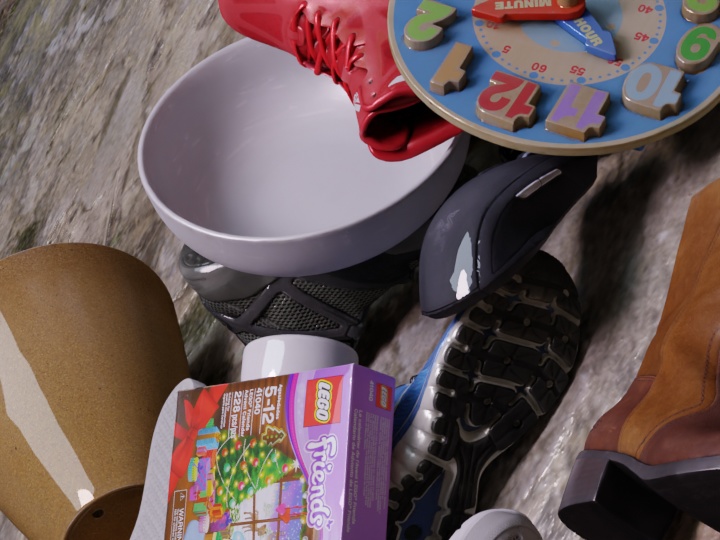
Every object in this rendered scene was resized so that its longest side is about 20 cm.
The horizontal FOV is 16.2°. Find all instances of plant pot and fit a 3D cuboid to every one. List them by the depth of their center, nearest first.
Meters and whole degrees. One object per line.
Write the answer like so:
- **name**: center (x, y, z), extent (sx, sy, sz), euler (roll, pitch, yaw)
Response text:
- **plant pot**: center (-0.183, 0.113, 1.700), extent (0.187, 0.186, 0.200), euler (-52, 39, 18)

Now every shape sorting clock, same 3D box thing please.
- **shape sorting clock**: center (0.114, -0.139, 1.379), extent (0.039, 0.199, 0.201), euler (83, -166, -53)

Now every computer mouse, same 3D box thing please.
- **computer mouse**: center (0.071, -0.039, 1.397), extent (0.200, 0.046, 0.140), euler (-44, 14, -36)

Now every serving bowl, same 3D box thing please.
- **serving bowl**: center (-0.028, -0.063, 1.482), extent (0.199, 0.066, 0.201), euler (-9, 42, 8)

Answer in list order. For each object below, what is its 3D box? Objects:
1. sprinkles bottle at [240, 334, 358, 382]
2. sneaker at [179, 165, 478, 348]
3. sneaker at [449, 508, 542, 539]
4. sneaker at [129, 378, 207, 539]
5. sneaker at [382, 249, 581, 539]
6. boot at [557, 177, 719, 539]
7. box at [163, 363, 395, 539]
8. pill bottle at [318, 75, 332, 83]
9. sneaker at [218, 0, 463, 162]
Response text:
- **sprinkles bottle**: center (-0.039, 0.140, 1.430), extent (0.068, 0.068, 0.201), euler (-22, 59, 54)
- **sneaker**: center (0.000, 0.000, 1.556), extent (0.198, 0.114, 0.076), euler (-19, 39, 17)
- **sneaker**: center (0.073, 0.209, 1.214), extent (0.082, 0.075, 0.201), euler (-15, 55, 39)
- **sneaker**: center (-0.100, 0.170, 1.562), extent (0.078, 0.079, 0.201), euler (-27, 42, 55)
- **sneaker**: center (0.046, 0.072, 1.385), extent (0.201, 0.078, 0.089), euler (-58, 27, 7)
- **boot**: center (0.191, 0.034, 1.191), extent (0.201, 0.068, 0.188), euler (-63, 15, -22)
- **box**: center (-0.049, 0.157, 1.357), extent (0.136, 0.039, 0.201), euler (-11, 68, 40)
- **pill bottle**: center (0.027, -0.172, 1.641), extent (0.116, 0.116, 0.201), euler (-35, 35, 44)
- **sneaker**: center (-0.008, -0.127, 1.440), extent (0.199, 0.079, 0.116), euler (6, 44, 25)
